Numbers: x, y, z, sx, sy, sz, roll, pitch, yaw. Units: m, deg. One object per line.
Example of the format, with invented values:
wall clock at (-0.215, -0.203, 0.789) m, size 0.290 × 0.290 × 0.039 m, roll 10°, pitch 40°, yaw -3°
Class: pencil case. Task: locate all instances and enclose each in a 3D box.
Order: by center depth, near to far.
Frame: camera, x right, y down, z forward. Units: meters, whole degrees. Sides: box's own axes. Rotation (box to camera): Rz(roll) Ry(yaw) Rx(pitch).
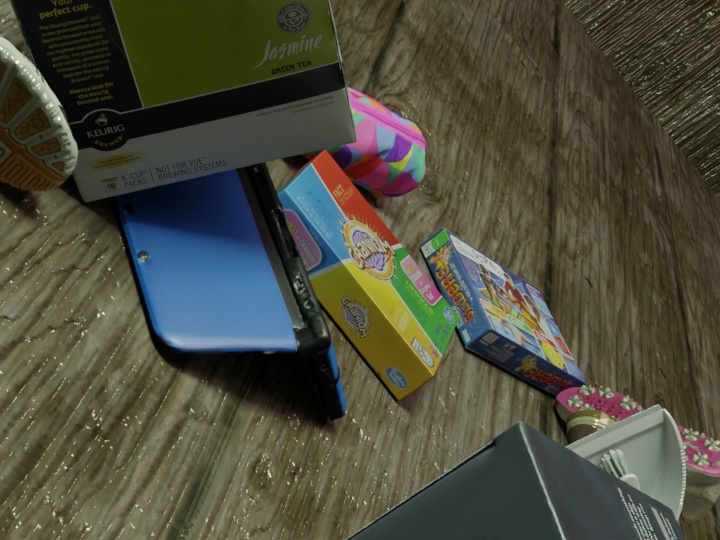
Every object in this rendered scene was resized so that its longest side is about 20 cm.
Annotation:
pencil case at (-0.011, -0.132, 1.462) m, size 0.199 × 0.088 × 0.089 m, roll 22°, pitch 36°, yaw -56°

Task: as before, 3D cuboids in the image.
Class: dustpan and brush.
dustpan and brush at (0.255, 0.243, 1.427) m, size 0.057 × 0.138 × 0.202 m, roll -133°, pitch -156°, yaw -59°

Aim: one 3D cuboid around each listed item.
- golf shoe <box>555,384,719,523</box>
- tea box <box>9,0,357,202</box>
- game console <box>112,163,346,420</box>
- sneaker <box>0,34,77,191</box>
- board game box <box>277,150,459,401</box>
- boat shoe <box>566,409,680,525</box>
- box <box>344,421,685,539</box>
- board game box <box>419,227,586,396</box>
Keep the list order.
golf shoe at (0.279, 0.188, 1.558) m, size 0.199 × 0.092 × 0.075 m, roll 28°, pitch 36°, yaw 35°
tea box at (-0.120, -0.179, 1.031) m, size 0.134 × 0.198 × 0.198 m, roll -103°, pitch -179°, yaw -49°
game console at (-0.100, 0.008, 1.130) m, size 0.171 × 0.117 × 0.201 m, roll 79°, pitch -8°, yaw -54°
sneaker at (-0.247, -0.141, 0.966) m, size 0.200 × 0.075 × 0.088 m, roll 48°, pitch 21°, yaw -15°
board game box at (0.000, 0.000, 1.329) m, size 0.200 × 0.040 × 0.153 m, roll 51°, pitch 20°, yaw -7°
boat shoe at (0.250, 0.222, 1.493) m, size 0.200 × 0.073 × 0.065 m, roll 52°, pitch 45°, yaw -28°
box at (0.092, 0.218, 0.951) m, size 0.199 × 0.196 × 0.118 m, roll 31°, pitch 30°, yaw -44°
board game box at (0.150, 0.047, 1.589) m, size 0.199 × 0.034 × 0.136 m, roll 30°, pitch 30°, yaw -48°
